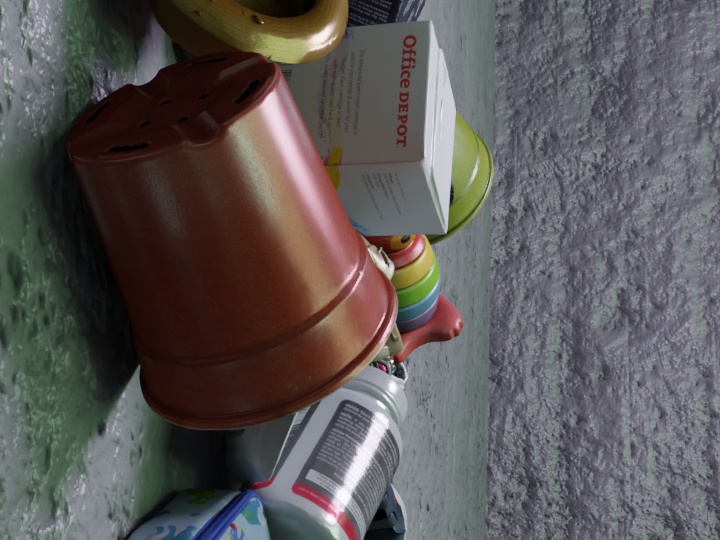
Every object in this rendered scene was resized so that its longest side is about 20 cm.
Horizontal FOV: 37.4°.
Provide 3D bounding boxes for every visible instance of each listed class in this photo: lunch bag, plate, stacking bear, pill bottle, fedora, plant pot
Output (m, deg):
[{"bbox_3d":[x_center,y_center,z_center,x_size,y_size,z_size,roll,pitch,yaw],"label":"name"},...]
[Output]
[{"bbox_3d":[-0.120,0.280,0.810,0.161,0.082,0.201,-27,114,-72],"label":"lunch bag"},{"bbox_3d":[-0.069,0.081,0.912,0.200,0.032,0.201,144,-32,-72],"label":"plate"},{"bbox_3d":[0.037,-0.010,1.210,0.114,0.121,0.201,53,-19,46],"label":"stacking bear"},{"bbox_3d":[-0.027,0.177,0.960,0.200,0.110,0.111,-57,145,-48],"label":"pill bottle"},{"bbox_3d":[-0.106,-0.219,0.799,0.082,0.200,0.201,-43,-154,43],"label":"fedora"},{"bbox_3d":[-0.094,-0.031,0.733,0.201,0.199,0.196,-72,150,-53],"label":"plant pot"},{"bbox_3d":[0.041,-0.162,1.330,0.193,0.199,0.201,51,39,-49],"label":"plant pot"}]

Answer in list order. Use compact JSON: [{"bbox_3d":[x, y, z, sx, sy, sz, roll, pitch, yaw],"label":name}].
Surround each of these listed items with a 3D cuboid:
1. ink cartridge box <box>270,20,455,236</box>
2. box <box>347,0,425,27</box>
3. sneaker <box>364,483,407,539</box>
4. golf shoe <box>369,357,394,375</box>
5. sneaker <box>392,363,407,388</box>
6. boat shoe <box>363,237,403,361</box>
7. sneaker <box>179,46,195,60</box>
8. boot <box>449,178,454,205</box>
[{"bbox_3d":[-0.019,-0.125,0.994,0.145,0.199,0.148,61,31,-62],"label":"ink cartridge box"},{"bbox_3d":[0.005,-0.293,1.080,0.200,0.117,0.197,108,5,-59],"label":"box"},{"bbox_3d":[0.006,0.283,1.341,0.079,0.078,0.201,-65,140,-71],"label":"sneaker"},{"bbox_3d":[-0.035,0.047,1.177,0.077,0.088,0.201,-19,-86,62],"label":"golf shoe"},{"bbox_3d":[0.028,0.157,1.448,0.073,0.070,0.201,-73,158,-52],"label":"sneaker"},{"bbox_3d":[0.000,0.000,1.117,0.071,0.064,0.201,-133,-150,-67],"label":"boat shoe"},{"bbox_3d":[-0.103,-0.263,0.894,0.076,0.090,0.201,-1,89,-74],"label":"sneaker"},{"bbox_3d":[0.013,-0.131,1.142,0.131,0.199,0.068,-67,164,-49],"label":"boot"}]
